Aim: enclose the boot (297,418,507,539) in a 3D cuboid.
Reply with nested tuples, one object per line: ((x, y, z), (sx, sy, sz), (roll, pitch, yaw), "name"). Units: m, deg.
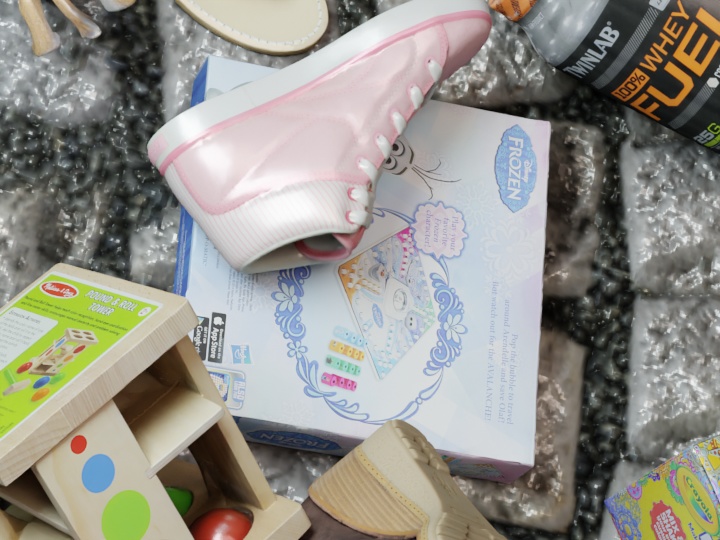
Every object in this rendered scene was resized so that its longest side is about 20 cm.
((0.004, 0.183, 1.374), (0.072, 0.200, 0.167), (28, 107, -31), "boot")

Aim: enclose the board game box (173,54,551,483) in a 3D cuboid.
((0.000, 0.000, 1.538), (0.198, 0.043, 0.201), (10, 69, -14), "board game box")

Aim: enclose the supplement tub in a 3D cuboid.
((0.180, -0.145, 1.609), (0.199, 0.123, 0.123), (26, 65, -8), "supplement tub")

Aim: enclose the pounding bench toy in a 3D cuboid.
((-0.146, 0.097, 1.417), (0.124, 0.200, 0.157), (-40, 119, -24), "pounding bench toy")

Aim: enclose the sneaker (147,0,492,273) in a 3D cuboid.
((-0.002, -0.064, 1.494), (0.199, 0.075, 0.105), (-27, 76, -17), "sneaker")

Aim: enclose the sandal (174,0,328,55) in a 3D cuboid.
((-0.091, -0.209, 1.564), (0.078, 0.070, 0.212), (-41, 88, -26), "sandal")

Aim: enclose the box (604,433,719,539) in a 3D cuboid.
((0.269, 0.169, 1.531), (0.192, 0.122, 0.201), (-18, 79, -24), "box")

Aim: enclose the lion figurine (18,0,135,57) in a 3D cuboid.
((-0.165, -0.194, 1.490), (0.072, 0.200, 0.123), (-22, 111, -4), "lion figurine")
